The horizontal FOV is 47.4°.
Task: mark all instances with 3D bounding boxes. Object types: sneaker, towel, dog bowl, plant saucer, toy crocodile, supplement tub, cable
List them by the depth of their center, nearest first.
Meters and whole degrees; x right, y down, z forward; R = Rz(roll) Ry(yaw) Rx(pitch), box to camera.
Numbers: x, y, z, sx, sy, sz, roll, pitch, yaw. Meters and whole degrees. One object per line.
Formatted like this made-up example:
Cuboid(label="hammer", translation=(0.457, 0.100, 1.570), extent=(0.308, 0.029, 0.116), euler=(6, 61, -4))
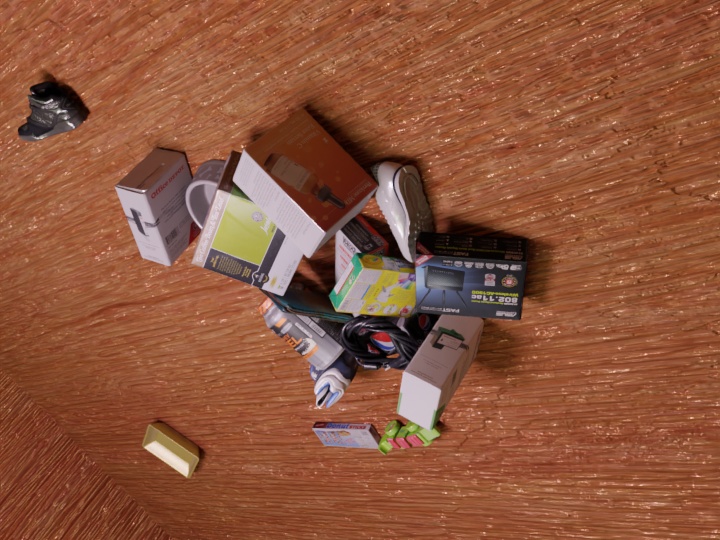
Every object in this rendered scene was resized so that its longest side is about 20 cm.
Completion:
Cuboid(label="sneaker", translation=(0.074, -0.107, 1.478), extent=(0.080, 0.076, 0.201), euler=(15, 131, 36))
Cuboid(label="cable", translation=(0.041, 0.154, 1.640), extent=(0.162, 0.051, 0.201), euler=(15, 150, 17))
Cuboid(label="towel", translation=(-0.099, 0.067, 1.682), extent=(0.199, 0.022, 0.147), euler=(12, -167, -33))
Cuboid(label="dog bowl", translation=(-0.278, -0.131, 1.712), extent=(0.199, 0.059, 0.201), euler=(21, 140, 19))
Cuboid(label="sneaker", translation=(-0.690, -0.348, 1.777), extent=(0.198, 0.076, 0.115), euler=(-7, 124, 37))
Cuboid(label="supplement tub", translation=(-0.122, 0.113, 1.799), extent=(0.200, 0.123, 0.122), euler=(41, 141, -7))
Cuboid(label="sneaker", translation=(-0.085, 0.258, 1.902), extent=(0.081, 0.147, 0.200), euler=(44, 141, -12))
Cuboid(label="toy crocodile", translation=(0.115, 0.400, 1.972), extent=(0.068, 0.062, 0.199), euler=(48, 139, -17))
Cuboid(label="plant saucer", translation=(-0.619, 0.585, 2.714), extent=(0.199, 0.049, 0.200), euler=(34, 141, 1))

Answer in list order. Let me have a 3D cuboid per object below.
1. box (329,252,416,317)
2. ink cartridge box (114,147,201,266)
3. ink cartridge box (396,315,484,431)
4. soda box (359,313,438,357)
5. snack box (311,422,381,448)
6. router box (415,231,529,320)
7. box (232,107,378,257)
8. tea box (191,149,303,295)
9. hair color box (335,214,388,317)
Cuboid(label="box", translation=(0.053, 0.030, 1.553), extent=(0.199, 0.049, 0.118), euler=(9, 128, -34))
Cuboid(label="ink cartridge box", translation=(-0.420, -0.136, 1.740), extent=(0.083, 0.145, 0.201), euler=(15, 138, 23))
Cuboid(label="ink cartridge box", translation=(0.158, 0.188, 1.612), extent=(0.084, 0.200, 0.147), euler=(25, 140, 17))
Cuboid(label="soda box", translation=(0.070, 0.131, 1.717), extent=(0.063, 0.071, 0.199), euler=(47, 141, -17))
Cuboid(label="snack box", translation=(-0.035, 0.431, 2.145), extent=(0.199, 0.024, 0.072), euler=(-7, 127, 40))
Cuboid(label="router box", translation=(0.196, 0.011, 1.467), extent=(0.198, 0.062, 0.151), euler=(4, 136, 9))
Cuboid(label="box", translation=(-0.097, -0.155, 1.445), extent=(0.200, 0.152, 0.106), euler=(45, 149, 3))
Cuboid(label="tea box", translation=(-0.197, -0.088, 1.571), extent=(0.195, 0.134, 0.201), euler=(20, 131, -12))
Cuboid(label="hair color box", translation=(0.000, 0.000, 1.612), extent=(0.102, 0.061, 0.201), euler=(47, 152, 33))
